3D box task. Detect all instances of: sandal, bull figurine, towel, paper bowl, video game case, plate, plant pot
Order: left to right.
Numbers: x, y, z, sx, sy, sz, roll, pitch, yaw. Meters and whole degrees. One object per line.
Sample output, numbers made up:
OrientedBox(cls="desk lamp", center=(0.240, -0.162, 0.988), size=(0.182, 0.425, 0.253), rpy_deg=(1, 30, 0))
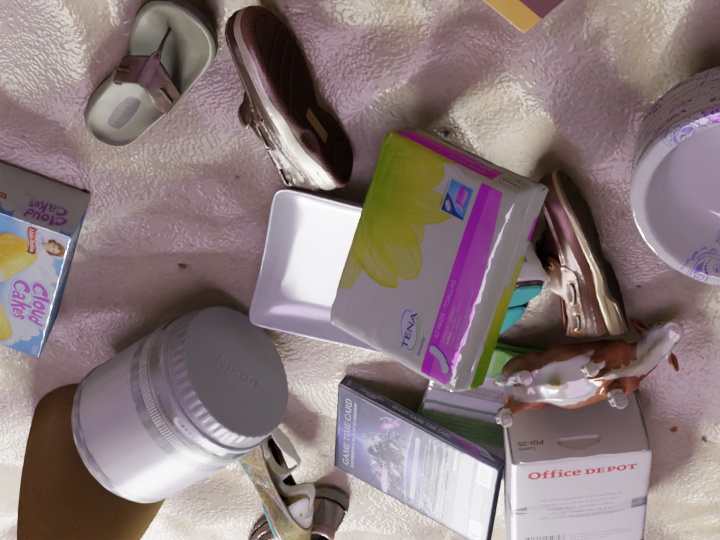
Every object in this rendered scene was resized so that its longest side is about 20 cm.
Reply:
OrientedBox(cls="plant pot", center=(-0.310, 0.265, 1.763), size=(0.184, 0.201, 0.187), rpy_deg=(6, 135, 6))
OrientedBox(cls="sandal", center=(-0.190, -0.167, 1.402), size=(0.079, 0.058, 0.201), rpy_deg=(28, 134, -14))
OrientedBox(cls="plate", center=(0.000, 0.000, 1.532), size=(0.198, 0.033, 0.200), rpy_deg=(12, 137, -4))
OrientedBox(cls="video game case", center=(0.060, 0.208, 1.689), size=(0.199, 0.019, 0.144), rpy_deg=(27, 140, 21))
OrientedBox(cls="towel", center=(0.137, 0.145, 1.657), size=(0.148, 0.031, 0.201), rpy_deg=(12, 134, -1))
OrientedBox(cls="bull figurine", center=(0.219, 0.100, 1.517), size=(0.199, 0.121, 0.066), rpy_deg=(-17, 94, 23))
OrientedBox(cls="paper bowl", center=(0.329, -0.089, 1.315), size=(0.199, 0.105, 0.202), rpy_deg=(8, 136, 7))

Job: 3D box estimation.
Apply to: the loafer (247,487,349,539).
OrientedBox(cls="loafer", center=(-0.085, 0.327, 1.863), size=(0.072, 0.063, 0.200), rpy_deg=(30, 134, -17))

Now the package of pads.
OrientedBox(cls="package of pads", center=(0.064, -0.012, 1.395), size=(0.154, 0.068, 0.202), rpy_deg=(28, 112, 30))

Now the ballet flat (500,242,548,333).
OrientedBox(cls="ballet flat", center=(0.131, 0.014, 1.487), size=(0.069, 0.070, 0.200), rpy_deg=(18, 160, -4))

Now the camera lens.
OrientedBox(cls="camera lens", center=(-0.193, 0.143, 1.638), size=(0.199, 0.161, 0.160), rpy_deg=(-30, 121, 36))

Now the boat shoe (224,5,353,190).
OrientedBox(cls="boat shoe", center=(-0.080, -0.144, 1.389), size=(0.074, 0.075, 0.203), rpy_deg=(-6, 133, 28))

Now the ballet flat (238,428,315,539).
OrientedBox(cls="ballet flat", center=(-0.088, 0.237, 1.749), size=(0.070, 0.071, 0.201), rpy_deg=(-16, 108, 28))

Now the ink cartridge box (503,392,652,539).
OrientedBox(cls="ink cartridge box", center=(0.226, 0.226, 1.647), size=(0.145, 0.083, 0.201), rpy_deg=(-6, 135, 0))

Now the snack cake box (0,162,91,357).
OrientedBox(cls="snack cake box", center=(-0.355, -0.010, 1.595), size=(0.114, 0.068, 0.201), rpy_deg=(20, 136, -5))

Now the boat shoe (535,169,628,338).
OrientedBox(cls="boat shoe", center=(0.194, -0.006, 1.449), size=(0.067, 0.072, 0.201), rpy_deg=(-16, 131, 14))

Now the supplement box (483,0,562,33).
OrientedBox(cls="supplement box", center=(0.120, -0.322, 1.115), size=(0.197, 0.133, 0.200), rpy_deg=(35, 132, -20))
